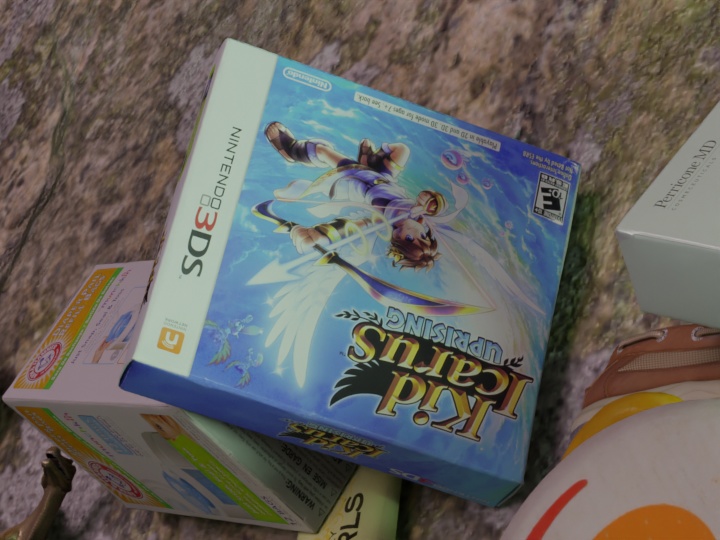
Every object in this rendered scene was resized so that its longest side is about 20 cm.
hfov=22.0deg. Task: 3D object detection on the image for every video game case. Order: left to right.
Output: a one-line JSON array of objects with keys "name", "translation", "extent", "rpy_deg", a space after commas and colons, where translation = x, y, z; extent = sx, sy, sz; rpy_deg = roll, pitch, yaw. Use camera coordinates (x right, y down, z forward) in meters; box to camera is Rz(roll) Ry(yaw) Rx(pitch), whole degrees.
[{"name": "video game case", "translation": [0.000, 0.000, 0.919], "extent": [0.045, 0.199, 0.182], "rpy_deg": [127, 159, -63]}]

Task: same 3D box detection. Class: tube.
[{"name": "tube", "translation": [-0.012, 0.166, 0.932], "extent": [0.058, 0.052, 0.201], "rpy_deg": [3, 50, 6]}]

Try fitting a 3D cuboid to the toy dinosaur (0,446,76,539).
[{"name": "toy dinosaur", "translation": [-0.228, 0.189, 1.170], "extent": [0.200, 0.058, 0.101], "rpy_deg": [-43, 16, 40]}]

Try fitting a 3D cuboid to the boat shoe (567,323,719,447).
[{"name": "boat shoe", "translation": [0.176, 0.043, 0.785], "extent": [0.199, 0.076, 0.072], "rpy_deg": [-12, 48, 39]}]

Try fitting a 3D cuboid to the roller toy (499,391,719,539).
[{"name": "roller toy", "translation": [0.135, 0.147, 0.692], "extent": [0.182, 0.139, 0.201], "rpy_deg": [0, 62, 49]}]

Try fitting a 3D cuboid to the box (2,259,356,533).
[{"name": "box", "translation": [-0.090, 0.065, 1.019], "extent": [0.199, 0.113, 0.102], "rpy_deg": [-3, 48, 53]}]

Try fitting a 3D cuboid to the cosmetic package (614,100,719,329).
[{"name": "cosmetic package", "translation": [0.218, -0.050, 0.742], "extent": [0.150, 0.052, 0.200], "rpy_deg": [16, 51, 40]}]
